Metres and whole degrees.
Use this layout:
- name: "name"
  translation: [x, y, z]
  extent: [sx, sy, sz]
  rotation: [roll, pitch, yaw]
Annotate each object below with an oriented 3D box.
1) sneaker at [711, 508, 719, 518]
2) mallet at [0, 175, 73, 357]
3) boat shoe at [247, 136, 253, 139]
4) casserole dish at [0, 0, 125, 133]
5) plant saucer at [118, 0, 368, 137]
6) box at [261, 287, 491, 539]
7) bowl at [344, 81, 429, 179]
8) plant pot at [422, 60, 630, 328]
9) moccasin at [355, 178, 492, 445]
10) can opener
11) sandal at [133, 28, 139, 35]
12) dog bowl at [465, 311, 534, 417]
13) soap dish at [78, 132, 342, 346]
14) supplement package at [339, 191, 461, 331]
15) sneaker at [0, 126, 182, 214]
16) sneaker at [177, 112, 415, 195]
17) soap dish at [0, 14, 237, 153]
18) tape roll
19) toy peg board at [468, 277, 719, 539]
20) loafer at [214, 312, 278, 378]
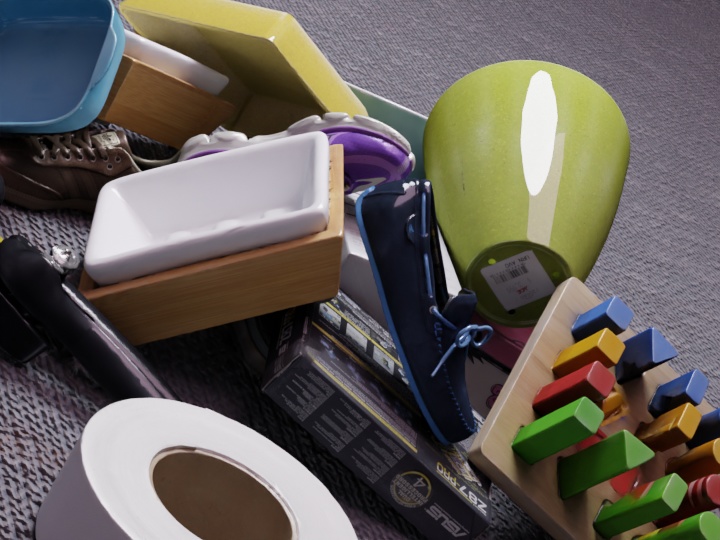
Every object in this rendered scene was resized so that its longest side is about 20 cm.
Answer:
- name: "sneaker"
  translation: [0.258, 0.168, 1.694]
  extent: [0.200, 0.099, 0.078]
  rotation: [42, 58, -29]
- name: "mallet"
  translation: [-0.256, -0.010, 1.471]
  extent: [0.200, 0.041, 0.066]
  rotation: [47, 25, 23]
- name: "boat shoe"
  translation: [-0.050, -0.059, 1.780]
  extent: [0.199, 0.084, 0.069]
  rotation: [18, 6, 6]
- name: "casserole dish"
  translation: [-0.263, -0.162, 1.585]
  extent: [0.199, 0.122, 0.039]
  rotation: [4, -22, 35]
- name: "plant saucer"
  translation: [-0.088, -0.176, 1.737]
  extent: [0.200, 0.049, 0.200]
  rotation: [18, -20, 40]
- name: "box"
  translation: [0.017, 0.104, 1.499]
  extent: [0.200, 0.049, 0.161]
  rotation: [42, 18, -15]
- name: "bowl"
  translation: [0.021, -0.107, 1.878]
  extent: [0.200, 0.105, 0.201]
  rotation: [23, 4, -2]
- name: "plant pot"
  translation: [0.138, -0.049, 1.698]
  extent: [0.187, 0.187, 0.200]
  rotation: [26, 37, -12]
- name: "moccasin"
  translation: [0.055, 0.029, 1.460]
  extent: [0.080, 0.068, 0.201]
  rotation: [-61, 133, -79]
- name: "can opener"
  translation: [-0.189, 0.052, 1.388]
  extent: [0.200, 0.079, 0.063]
  rotation: [41, 17, 0]
- name: "sandal"
  translation: [-0.195, -0.237, 1.950]
  extent: [0.070, 0.078, 0.212]
  rotation: [35, 27, -6]
- name: "dog bowl"
  translation: [0.130, 0.065, 1.746]
  extent: [0.200, 0.074, 0.200]
  rotation: [26, 23, -12]
- name: "soap dish"
  translation: [-0.104, -0.023, 1.485]
  extent: [0.199, 0.081, 0.158]
  rotation: [-14, 28, 7]
- name: "supplement package"
  translation: [0.000, 0.000, 1.661]
  extent: [0.109, 0.114, 0.200]
  rotation: [22, 24, -20]
- name: "sneaker"
  translation: [-0.228, -0.090, 1.610]
  extent: [0.200, 0.076, 0.071]
  rotation: [13, 29, -38]
- name: "sneaker"
  translation: [-0.053, -0.067, 1.593]
  extent: [0.081, 0.199, 0.084]
  rotation: [67, 18, -49]
- name: "soap dish"
  translation: [-0.227, -0.174, 1.693]
  extent: [0.200, 0.081, 0.157]
  rotation: [24, 3, 30]
- name: "tape roll"
  translation: [-0.100, 0.170, 1.245]
  extent: [0.202, 0.071, 0.203]
  rotation: [26, 23, -12]
- name: "toy peg board"
  translation: [0.218, 0.124, 1.537]
  extent: [0.200, 0.098, 0.199]
  rotation: [43, 51, -13]
- name: "loafer"
  translation: [-0.092, 0.028, 1.580]
  extent: [0.072, 0.063, 0.200]
  rotation: [45, 18, -29]
